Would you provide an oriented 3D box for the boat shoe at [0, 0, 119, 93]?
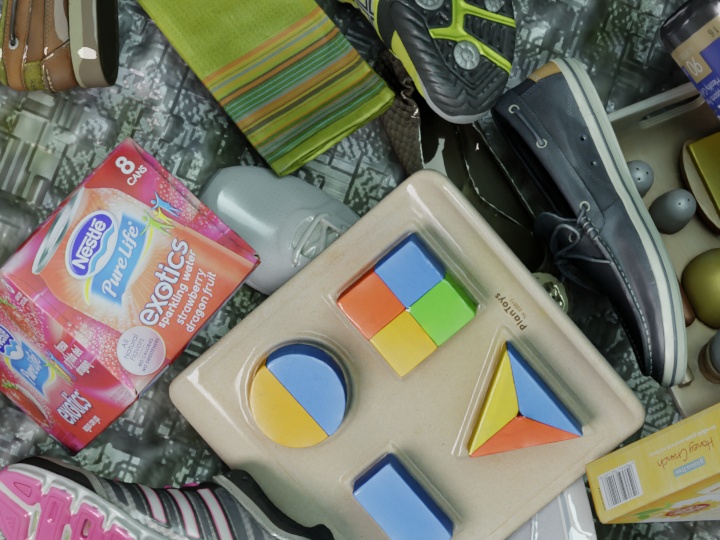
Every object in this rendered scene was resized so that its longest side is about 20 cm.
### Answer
[{"bbox_3d":[-0.176,-0.199,1.504,0.068,0.072,0.200,-3,77,9],"label":"boat shoe"}]

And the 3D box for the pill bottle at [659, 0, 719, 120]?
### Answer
[{"bbox_3d":[0.270,-0.090,1.524,0.112,0.112,0.200,-35,87,-19],"label":"pill bottle"}]

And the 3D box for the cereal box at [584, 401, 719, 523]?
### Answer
[{"bbox_3d":[0.240,0.098,1.456,0.200,0.144,0.040,3,66,-45],"label":"cereal box"}]

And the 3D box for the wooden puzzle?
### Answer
[{"bbox_3d":[0.023,0.075,1.441,0.200,0.046,0.185,-40,96,12],"label":"wooden puzzle"}]

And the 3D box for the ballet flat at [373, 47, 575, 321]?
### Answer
[{"bbox_3d":[0.065,-0.043,1.540,0.067,0.046,0.200,-24,83,-17],"label":"ballet flat"}]

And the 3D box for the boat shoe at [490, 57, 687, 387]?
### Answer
[{"bbox_3d":[0.129,-0.023,1.505,0.062,0.075,0.200,-21,76,-7],"label":"boat shoe"}]

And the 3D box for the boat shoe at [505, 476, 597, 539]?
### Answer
[{"bbox_3d":[0.091,0.188,1.483,0.068,0.072,0.200,0,85,-14],"label":"boat shoe"}]

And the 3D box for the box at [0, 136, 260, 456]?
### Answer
[{"bbox_3d":[-0.136,0.018,1.394,0.095,0.200,0.100,43,71,-3],"label":"box"}]

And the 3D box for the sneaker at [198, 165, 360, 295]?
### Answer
[{"bbox_3d":[0.000,0.000,1.497,0.200,0.080,0.070,34,73,-2],"label":"sneaker"}]

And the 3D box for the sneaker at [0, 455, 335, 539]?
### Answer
[{"bbox_3d":[-0.098,0.143,1.441,0.200,0.074,0.087,20,36,10],"label":"sneaker"}]

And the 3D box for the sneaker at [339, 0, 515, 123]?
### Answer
[{"bbox_3d":[0.026,-0.167,1.533,0.075,0.076,0.200,-11,66,-29],"label":"sneaker"}]

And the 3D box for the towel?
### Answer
[{"bbox_3d":[-0.072,-0.150,1.533,0.086,0.018,0.200,-35,77,-20],"label":"towel"}]

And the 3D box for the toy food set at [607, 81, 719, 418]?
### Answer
[{"bbox_3d":[0.224,-0.016,1.565,0.143,0.060,0.200,-22,83,-18],"label":"toy food set"}]
